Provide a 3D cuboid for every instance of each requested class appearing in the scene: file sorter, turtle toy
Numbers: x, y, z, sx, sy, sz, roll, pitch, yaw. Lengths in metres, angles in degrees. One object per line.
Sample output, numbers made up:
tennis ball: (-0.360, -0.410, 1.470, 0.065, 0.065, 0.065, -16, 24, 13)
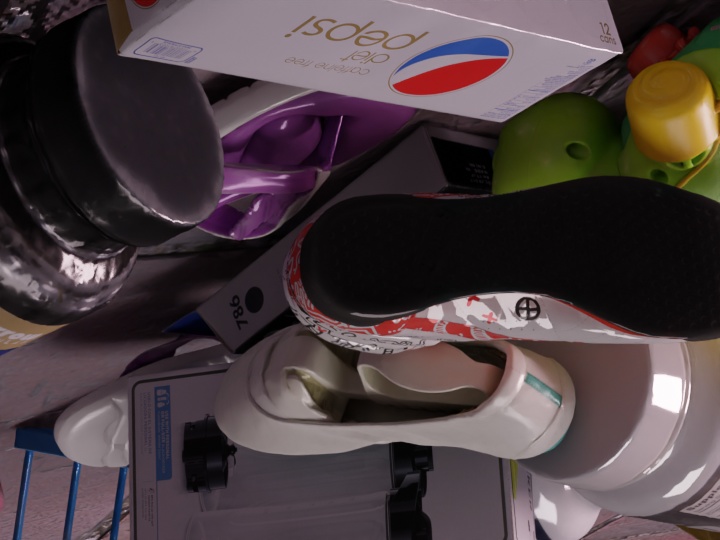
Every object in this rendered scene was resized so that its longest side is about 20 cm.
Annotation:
file sorter: (-0.109, 0.173, 1.315, 0.138, 0.124, 0.199, 5, 175, 34)
turtle toy: (0.155, -0.055, 0.920, 0.198, 0.102, 0.146, -16, 132, 6)

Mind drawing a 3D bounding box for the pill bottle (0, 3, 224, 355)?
pill bottle: (-0.154, -0.020, 0.775, 0.199, 0.113, 0.112, -23, 161, 28)

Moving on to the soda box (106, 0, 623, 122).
soda box: (0.002, -0.104, 0.714, 0.063, 0.069, 0.199, -28, 159, 37)

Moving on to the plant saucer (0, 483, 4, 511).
plant saucer: (-0.315, 0.137, 1.236, 0.199, 0.051, 0.201, -13, 163, -4)

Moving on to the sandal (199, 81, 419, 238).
sandal: (-0.057, -0.034, 0.888, 0.201, 0.050, 0.082, -22, 161, 21)

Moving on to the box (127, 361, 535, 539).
box: (-0.015, 0.101, 1.047, 0.198, 0.118, 0.060, -7, 160, 14)

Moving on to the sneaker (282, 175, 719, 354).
sneaker: (0.065, 0.000, 0.883, 0.199, 0.068, 0.108, 0, 174, -12)

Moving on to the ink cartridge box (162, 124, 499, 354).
ink cartridge box: (0.000, 0.000, 1.040, 0.099, 0.039, 0.200, 5, 147, -48)

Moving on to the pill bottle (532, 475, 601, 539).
pill bottle: (0.068, 0.103, 1.155, 0.198, 0.117, 0.116, -14, 164, 19)

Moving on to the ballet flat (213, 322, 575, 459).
ballet flat: (0.004, 0.049, 0.965, 0.199, 0.070, 0.069, 1, 173, 33)

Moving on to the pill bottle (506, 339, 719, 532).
pill bottle: (0.161, 0.069, 1.019, 0.113, 0.115, 0.199, -27, 151, 36)

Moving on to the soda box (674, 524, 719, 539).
soda box: (0.248, 0.071, 1.245, 0.064, 0.202, 0.068, -2, -158, -37)

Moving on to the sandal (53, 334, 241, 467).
sandal: (-0.084, 0.055, 1.161, 0.201, 0.050, 0.083, -19, 144, -26)
